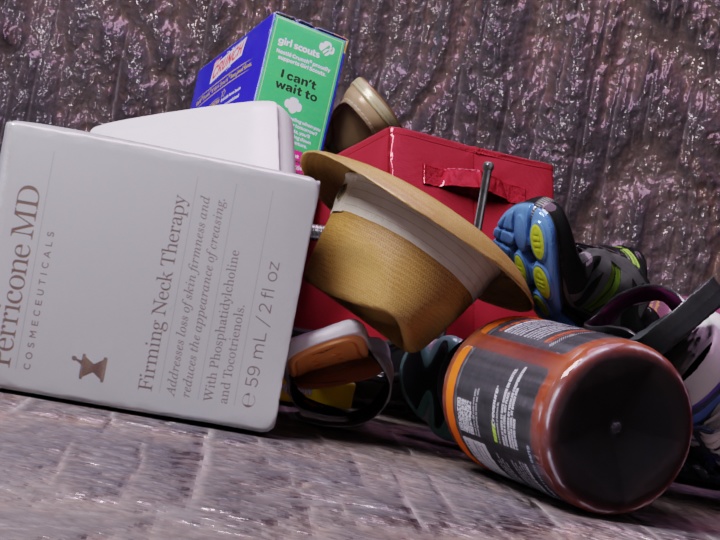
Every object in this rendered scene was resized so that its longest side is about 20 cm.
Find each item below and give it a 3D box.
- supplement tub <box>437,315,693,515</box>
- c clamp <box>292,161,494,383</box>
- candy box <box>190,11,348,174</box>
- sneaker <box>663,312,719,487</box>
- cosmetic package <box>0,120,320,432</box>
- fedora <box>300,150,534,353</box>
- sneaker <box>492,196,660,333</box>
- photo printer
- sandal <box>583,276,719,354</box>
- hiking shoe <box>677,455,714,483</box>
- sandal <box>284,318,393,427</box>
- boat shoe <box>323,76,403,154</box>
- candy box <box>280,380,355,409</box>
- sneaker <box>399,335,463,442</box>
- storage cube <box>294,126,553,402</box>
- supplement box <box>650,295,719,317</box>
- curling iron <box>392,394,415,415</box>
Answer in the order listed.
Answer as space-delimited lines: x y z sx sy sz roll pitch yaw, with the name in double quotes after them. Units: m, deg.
0.119 0.085 1.225 0.106 0.108 0.200 11 2 -22 "supplement tub"
0.000 0.000 1.476 0.199 0.172 0.027 2 -10 17 "c clamp"
-0.095 -0.094 1.630 0.077 0.201 0.169 18 -19 -22 "candy box"
0.258 0.103 1.305 0.146 0.081 0.200 42 -3 0 "sneaker"
-0.148 0.000 1.274 0.199 0.169 0.166 10 2 -11 "cosmetic package"
0.022 -0.001 1.296 0.200 0.082 0.201 32 -9 6 "fedora"
0.153 0.003 1.337 0.071 0.083 0.200 45 -3 41 "sneaker"
-0.128 -0.031 1.450 0.165 0.201 0.070 -7 -41 5 "photo printer"
0.183 0.033 1.261 0.048 0.075 0.200 50 -19 5 "sandal"
0.283 0.139 1.501 0.199 0.075 0.087 19 -9 5 "hiking shoe"
-0.018 0.080 1.339 0.079 0.060 0.207 -17 -10 4 "sandal"
-0.006 -0.099 1.657 0.071 0.064 0.200 52 -14 14 "boat shoe"
-0.113 0.076 1.480 0.199 0.027 0.102 10 5 -33 "candy box"
0.134 0.106 1.429 0.199 0.078 0.140 22 4 24 "sneaker"
0.046 0.006 1.600 0.170 0.181 0.200 11 -20 -31 "storage cube"
0.295 0.088 1.577 0.199 0.086 0.111 4 -45 25 "supplement box"
0.122 0.121 1.543 0.199 0.026 0.050 12 2 17 "curling iron"
